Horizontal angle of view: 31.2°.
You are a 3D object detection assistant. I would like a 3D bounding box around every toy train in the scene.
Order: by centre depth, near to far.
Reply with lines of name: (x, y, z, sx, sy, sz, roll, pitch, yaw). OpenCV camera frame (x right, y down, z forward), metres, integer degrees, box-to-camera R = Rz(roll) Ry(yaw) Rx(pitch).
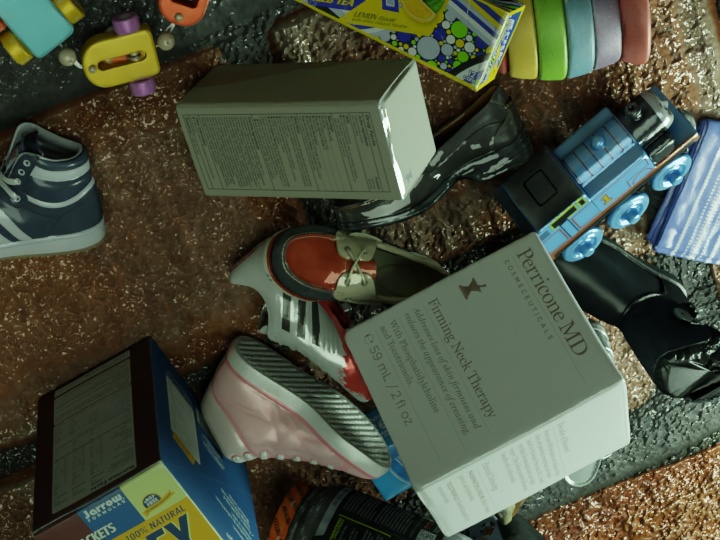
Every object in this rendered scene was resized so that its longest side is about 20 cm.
toy train: (-0.212, -0.229, 1.063, 0.197, 0.056, 0.152, 9, 115, -21)
toy train: (0.223, -0.089, 1.201, 0.199, 0.087, 0.114, -40, 150, 11)

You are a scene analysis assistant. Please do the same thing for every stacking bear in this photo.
stacking bear: (0.142, -0.218, 1.114, 0.197, 0.115, 0.122, -8, 156, 5)

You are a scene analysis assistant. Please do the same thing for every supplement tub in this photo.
supplement tub: (0.009, 0.298, 1.326, 0.198, 0.122, 0.124, 20, 119, 17)

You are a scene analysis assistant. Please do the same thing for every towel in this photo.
towel: (0.399, -0.070, 1.309, 0.197, 0.024, 0.146, 11, 114, -20)

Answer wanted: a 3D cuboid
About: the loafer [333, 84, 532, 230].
loafer: (0.058, -0.102, 1.188, 0.198, 0.073, 0.073, -28, 113, -7)

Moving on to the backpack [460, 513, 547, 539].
backpack: (0.152, 0.376, 1.427, 0.190, 0.154, 0.200, -44, 113, 4)

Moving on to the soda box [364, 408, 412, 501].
soda box: (0.092, 0.152, 1.334, 0.198, 0.068, 0.065, -29, 121, 5)

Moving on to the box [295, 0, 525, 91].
box: (0.028, -0.225, 1.055, 0.198, 0.064, 0.071, 28, 113, 10)

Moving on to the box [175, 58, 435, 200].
box: (-0.046, -0.119, 1.087, 0.197, 0.078, 0.096, 4, 127, 27)

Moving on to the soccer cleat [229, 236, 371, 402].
soccer cleat: (-0.052, 0.054, 1.253, 0.084, 0.069, 0.201, -25, 118, 13)

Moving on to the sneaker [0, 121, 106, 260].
sneaker: (-0.324, -0.063, 1.117, 0.197, 0.070, 0.110, -9, 126, -15)

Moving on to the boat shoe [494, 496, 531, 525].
boat shoe: (0.152, 0.210, 1.320, 0.074, 0.200, 0.076, -40, 82, -3)

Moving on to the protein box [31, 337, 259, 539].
protein box: (-0.200, 0.216, 1.227, 0.134, 0.201, 0.200, -28, 121, 5)

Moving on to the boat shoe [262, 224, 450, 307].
boat shoe: (0.000, 0.000, 1.197, 0.198, 0.062, 0.072, 14, 81, -39)

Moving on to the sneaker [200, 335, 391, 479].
sneaker: (-0.070, 0.161, 1.283, 0.199, 0.075, 0.105, 36, 111, -4)

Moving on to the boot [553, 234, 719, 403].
boot: (0.266, 0.043, 1.254, 0.198, 0.169, 0.077, 20, 114, -21)

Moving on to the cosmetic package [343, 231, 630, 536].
cosmetic package: (0.118, 0.107, 1.172, 0.198, 0.169, 0.167, -28, 151, 0)

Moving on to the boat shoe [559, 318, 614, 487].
boat shoe: (0.235, 0.152, 1.368, 0.073, 0.065, 0.205, -2, 119, -11)
